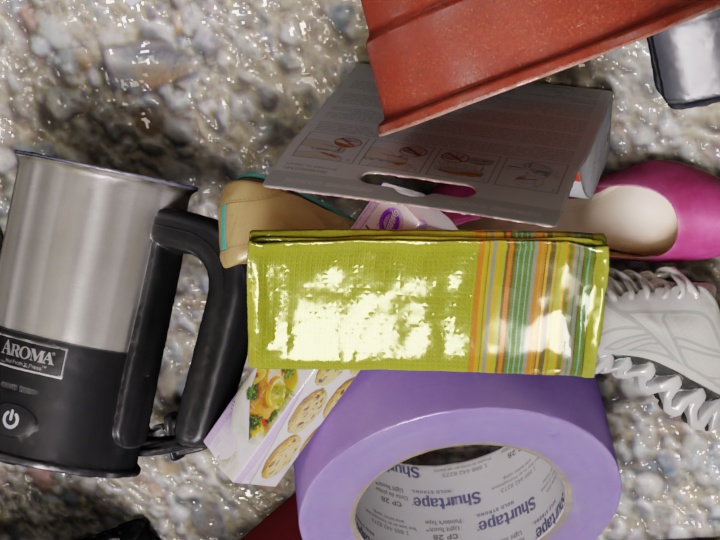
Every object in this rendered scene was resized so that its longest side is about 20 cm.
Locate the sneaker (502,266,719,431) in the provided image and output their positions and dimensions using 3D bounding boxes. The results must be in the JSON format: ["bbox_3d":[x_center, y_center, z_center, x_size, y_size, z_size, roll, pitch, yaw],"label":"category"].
[{"bbox_3d":[0.162,0.026,1.061,0.200,0.075,0.081,23,118,-33],"label":"sneaker"}]

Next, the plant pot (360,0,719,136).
[{"bbox_3d":[0.068,-0.195,0.916,0.200,0.201,0.196,-19,95,25],"label":"plant pot"}]

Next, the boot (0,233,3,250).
[{"bbox_3d":[-0.320,0.037,1.240,0.131,0.070,0.201,17,117,13],"label":"boot"}]

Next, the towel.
[{"bbox_3d":[0.037,0.019,0.989,0.199,0.018,0.086,1,112,-1],"label":"towel"}]

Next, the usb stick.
[{"bbox_3d":[0.175,-0.185,0.985,0.055,0.033,0.200,-6,116,21],"label":"usb stick"}]

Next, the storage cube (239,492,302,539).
[{"bbox_3d":[-0.045,0.282,1.203,0.180,0.200,0.171,-41,101,11],"label":"storage cube"}]

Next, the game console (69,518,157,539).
[{"bbox_3d":[-0.240,0.263,1.310,0.200,0.116,0.176,-20,110,26],"label":"game console"}]

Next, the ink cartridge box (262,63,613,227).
[{"bbox_3d":[0.049,-0.058,0.994,0.160,0.200,0.047,8,118,13],"label":"ink cartridge box"}]

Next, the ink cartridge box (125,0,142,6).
[{"bbox_3d":[-0.111,-0.280,1.014,0.196,0.043,0.200,-26,109,28],"label":"ink cartridge box"}]

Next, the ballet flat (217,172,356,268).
[{"bbox_3d":[0.000,0.000,1.082,0.200,0.063,0.069,18,161,-24],"label":"ballet flat"}]

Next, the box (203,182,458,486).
[{"bbox_3d":[-0.019,0.041,1.035,0.200,0.041,0.039,-54,54,18],"label":"box"}]

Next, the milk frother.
[{"bbox_3d":[-0.145,0.033,1.155,0.180,0.200,0.189,13,91,3],"label":"milk frother"}]

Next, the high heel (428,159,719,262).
[{"bbox_3d":[0.135,-0.025,1.048,0.199,0.096,0.068,13,121,10],"label":"high heel"}]

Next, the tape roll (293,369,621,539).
[{"bbox_3d":[0.057,0.116,1.110,0.199,0.085,0.200,-5,138,-4],"label":"tape roll"}]
